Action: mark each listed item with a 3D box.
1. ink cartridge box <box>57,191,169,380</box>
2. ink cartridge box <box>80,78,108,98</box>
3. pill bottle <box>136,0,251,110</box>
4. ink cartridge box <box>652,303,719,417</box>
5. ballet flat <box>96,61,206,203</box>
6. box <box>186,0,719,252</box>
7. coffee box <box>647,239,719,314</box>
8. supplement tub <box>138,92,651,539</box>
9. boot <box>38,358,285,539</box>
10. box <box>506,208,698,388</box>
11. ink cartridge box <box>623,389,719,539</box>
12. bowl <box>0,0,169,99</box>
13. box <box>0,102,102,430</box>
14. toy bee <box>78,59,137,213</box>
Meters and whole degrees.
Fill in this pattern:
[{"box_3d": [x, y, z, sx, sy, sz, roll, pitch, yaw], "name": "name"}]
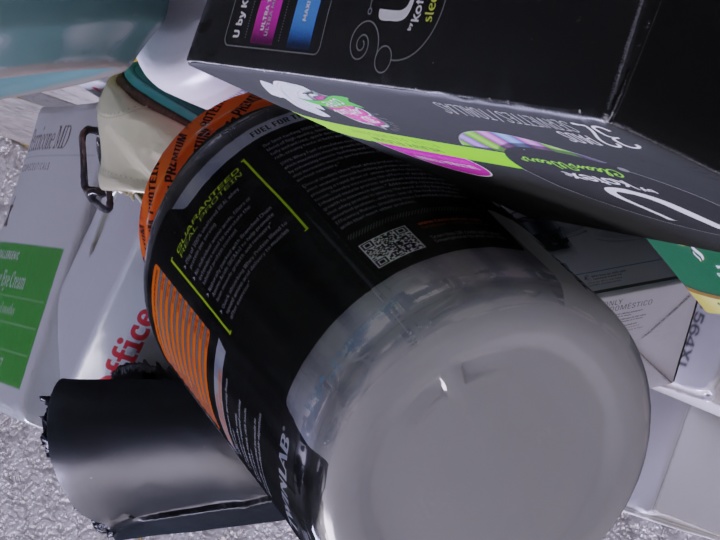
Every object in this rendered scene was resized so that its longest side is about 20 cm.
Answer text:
[{"box_3d": [-0.027, 0.017, 1.260, 0.199, 0.146, 0.083, 17, -147, -16], "name": "ink cartridge box"}, {"box_3d": [-0.052, -0.104, 1.438, 0.145, 0.088, 0.200, 17, 178, 20], "name": "ink cartridge box"}, {"box_3d": [0.021, -0.089, 1.044, 0.199, 0.113, 0.112, 21, 176, -31], "name": "pill bottle"}, {"box_3d": [0.219, 0.010, 1.235, 0.199, 0.147, 0.084, 23, 177, -38], "name": "ink cartridge box"}, {"box_3d": [-0.025, -0.015, 1.066, 0.199, 0.070, 0.069, 29, -179, 24], "name": "ballet flat"}, {"box_3d": [0.074, -0.083, 0.768, 0.148, 0.125, 0.200, 22, 174, -35], "name": "box"}, {"box_3d": [0.126, -0.054, 0.977, 0.123, 0.044, 0.200, 8, 148, 51], "name": "coffee box"}, {"box_3d": [0.002, 0.019, 0.909, 0.122, 0.123, 0.200, 21, -165, -32], "name": "supplement tub"}, {"box_3d": [-0.032, 0.089, 1.218, 0.167, 0.077, 0.200, -8, 154, 26], "name": "boot"}, {"box_3d": [0.047, -0.029, 1.156, 0.116, 0.060, 0.200, -9, -136, -22], "name": "box"}, {"box_3d": [0.150, 0.022, 1.332, 0.084, 0.201, 0.146, 22, 176, -39], "name": "ink cartridge box"}, {"box_3d": [-0.146, -0.114, 0.963, 0.200, 0.106, 0.201, -9, -178, 0], "name": "bowl"}, {"box_3d": [-0.085, 0.021, 1.422, 0.199, 0.172, 0.199, 20, 175, -18], "name": "box"}, {"box_3d": [-0.096, -0.129, 1.138, 0.108, 0.132, 0.200, -15, 150, 10], "name": "toy bee"}]
